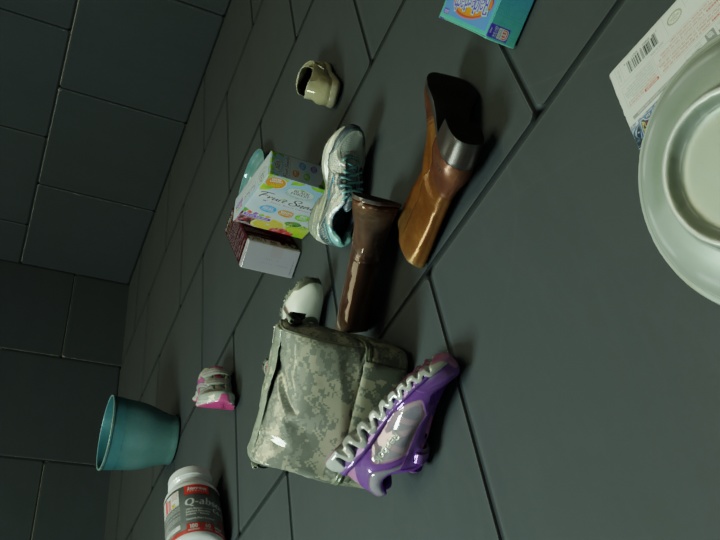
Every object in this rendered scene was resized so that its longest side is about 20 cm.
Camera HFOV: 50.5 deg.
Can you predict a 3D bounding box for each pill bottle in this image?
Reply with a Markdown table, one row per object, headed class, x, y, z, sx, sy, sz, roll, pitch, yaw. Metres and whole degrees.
| class | x | y | z | sx | sy | sz | roll | pitch | yaw |
| --- | --- | --- | --- | --- | --- | --- | --- | --- | --- |
| pill bottle | -0.337 | 0.499 | 1.539 | 0.116 | 0.116 | 0.200 | -66 | 26 | 23 |

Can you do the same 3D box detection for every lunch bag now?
| class | x | y | z | sx | sy | sz | roll | pitch | yaw |
| --- | --- | --- | --- | --- | --- | --- | --- | --- | --- |
| lunch bag | -0.048 | 0.166 | 0.986 | 0.139 | 0.168 | 0.200 | 19 | 95 | 67 |

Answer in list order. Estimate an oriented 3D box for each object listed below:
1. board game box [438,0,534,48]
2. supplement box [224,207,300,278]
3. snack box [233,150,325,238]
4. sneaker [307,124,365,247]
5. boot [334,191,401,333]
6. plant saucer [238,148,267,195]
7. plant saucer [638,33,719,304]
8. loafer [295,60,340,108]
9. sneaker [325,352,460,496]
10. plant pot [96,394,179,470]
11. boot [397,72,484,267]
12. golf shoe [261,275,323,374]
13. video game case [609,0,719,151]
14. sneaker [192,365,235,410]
| class | x | y | z | sx | sy | sz | roll | pitch | yaw |
| --- | --- | --- | --- | --- | --- | --- | --- | --- | --- |
| board game box | 0.176 | -0.383 | 0.918 | 0.200 | 0.045 | 0.152 | -68 | 25 | 20 |
| supplement box | -0.199 | -0.058 | 1.525 | 0.061 | 0.109 | 0.200 | -70 | 25 | 15 |
| snack box | -0.130 | -0.129 | 1.361 | 0.200 | 0.142 | 0.053 | -37 | 45 | 56 |
| sneaker | -0.018 | -0.131 | 1.219 | 0.086 | 0.078 | 0.200 | 34 | 117 | 53 |
| boot | 0.000 | 0.000 | 1.039 | 0.186 | 0.064 | 0.200 | 15 | -88 | -79 |
| plant saucer | -0.253 | -0.190 | 1.824 | 0.200 | 0.027 | 0.200 | 135 | 142 | -52 |
| plant saucer | 0.255 | -0.068 | 0.494 | 0.200 | 0.050 | 0.201 | 7 | 98 | 56 |
| loafer | -0.093 | -0.375 | 1.500 | 0.076 | 0.068 | 0.200 | -70 | 24 | 17 |
| sneaker | 0.053 | 0.182 | 0.877 | 0.200 | 0.088 | 0.080 | -49 | -11 | 16 |
| plant pot | -0.599 | 0.450 | 2.072 | 0.200 | 0.188 | 0.200 | -42 | 41 | 52 |
| boot | 0.095 | -0.134 | 0.986 | 0.200 | 0.068 | 0.188 | 110 | 155 | -42 |
| golf shoe | -0.093 | 0.109 | 1.267 | 0.088 | 0.077 | 0.200 | 35 | 114 | 44 |
| video game case | 0.283 | -0.152 | 0.561 | 0.200 | 0.036 | 0.182 | -52 | 34 | 45 |
| sneaker | -0.322 | 0.255 | 1.678 | 0.200 | 0.081 | 0.088 | -1 | 78 | 66 |
